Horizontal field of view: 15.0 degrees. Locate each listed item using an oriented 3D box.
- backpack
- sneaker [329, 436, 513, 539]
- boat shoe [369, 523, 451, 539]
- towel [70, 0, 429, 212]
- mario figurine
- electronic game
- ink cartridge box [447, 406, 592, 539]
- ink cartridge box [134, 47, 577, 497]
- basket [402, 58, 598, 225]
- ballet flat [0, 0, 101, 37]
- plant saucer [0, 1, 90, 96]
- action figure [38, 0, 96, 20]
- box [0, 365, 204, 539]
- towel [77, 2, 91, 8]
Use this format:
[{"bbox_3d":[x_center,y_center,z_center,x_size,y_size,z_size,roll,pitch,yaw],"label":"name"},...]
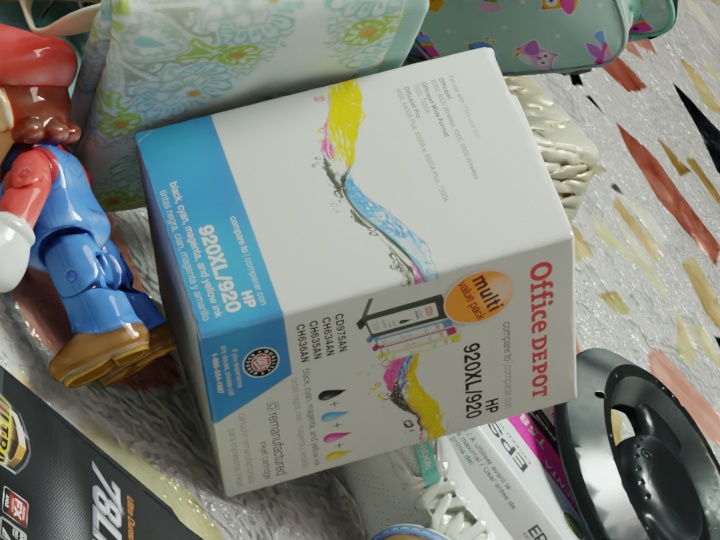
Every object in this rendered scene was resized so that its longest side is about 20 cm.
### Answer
[{"bbox_3d":[0.081,-0.202,1.613,0.153,0.199,0.176,-58,135,-45],"label":"backpack"},{"bbox_3d":[0.032,0.120,1.520,0.200,0.075,0.089,52,-25,21],"label":"sneaker"},{"bbox_3d":[0.065,0.225,1.461,0.200,0.072,0.072,53,21,0],"label":"boat shoe"},{"bbox_3d":[-0.065,-0.101,1.446,0.171,0.200,0.048,-12,66,-21],"label":"towel"},{"bbox_3d":[-0.175,-0.032,1.396,0.200,0.106,0.123,65,-22,9],"label":"mario figurine"},{"bbox_3d":[0.180,0.140,1.688,0.200,0.042,0.200,43,31,-34],"label":"electronic game"},{"bbox_3d":[0.087,0.126,1.674,0.200,0.075,0.165,54,19,-1],"label":"ink cartridge box"},{"bbox_3d":[0.000,0.000,1.444,0.147,0.199,0.145,85,-13,-51],"label":"ink cartridge box"},{"bbox_3d":[0.029,-0.065,1.681,0.200,0.124,0.136,8,29,-36],"label":"basket"},{"bbox_3d":[-0.185,-0.152,1.431,0.069,0.199,0.070,-3,90,-84],"label":"ballet flat"},{"bbox_3d":[-0.196,-0.137,1.541,0.201,0.039,0.201,45,21,-22],"label":"plant saucer"},{"bbox_3d":[-0.111,-0.201,1.577,0.119,0.102,0.200,48,39,15],"label":"action figure"},{"bbox_3d":[-0.138,0.142,1.191,0.198,0.050,0.200,41,23,-26],"label":"box"},{"bbox_3d":[-0.112,-0.180,1.740,0.165,0.086,0.200,30,31,-43],"label":"towel"}]
